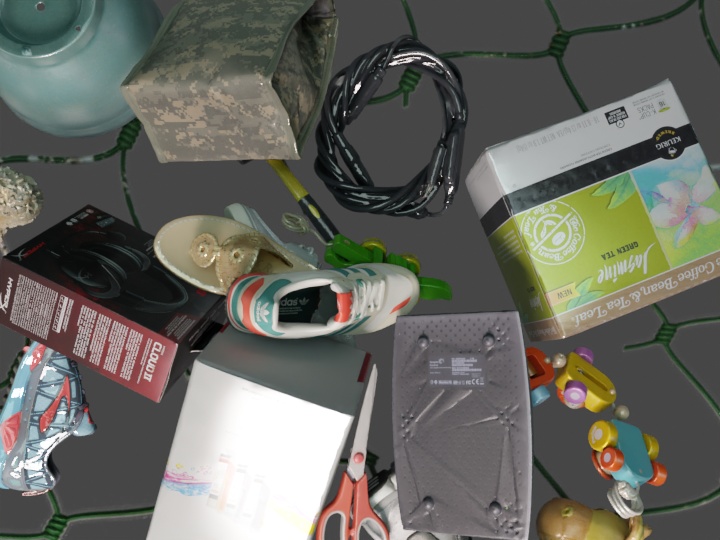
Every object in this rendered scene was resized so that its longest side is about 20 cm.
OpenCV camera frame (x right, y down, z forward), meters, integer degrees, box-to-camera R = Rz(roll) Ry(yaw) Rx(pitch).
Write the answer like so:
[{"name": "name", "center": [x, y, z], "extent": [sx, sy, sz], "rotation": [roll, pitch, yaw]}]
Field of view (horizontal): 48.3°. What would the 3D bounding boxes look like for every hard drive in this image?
[{"name": "hard drive", "center": [0.097, 0.140, 0.743], "extent": [0.135, 0.042, 0.201], "rotation": [-5, 84, 28]}]

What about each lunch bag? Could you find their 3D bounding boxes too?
[{"name": "lunch bag", "center": [-0.119, -0.210, 0.815], "extent": [0.164, 0.118, 0.200], "rotation": [1, 50, 19]}]

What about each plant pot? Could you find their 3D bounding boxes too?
[{"name": "plant pot", "center": [-0.312, -0.253, 0.831], "extent": [0.200, 0.134, 0.201], "rotation": [0, 83, -1]}]

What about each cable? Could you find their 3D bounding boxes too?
[{"name": "cable", "center": [0.034, -0.157, 0.871], "extent": [0.163, 0.051, 0.201], "rotation": [6, 86, 5]}]

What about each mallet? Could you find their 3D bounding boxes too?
[{"name": "mallet", "center": [-0.059, -0.091, 0.867], "extent": [0.066, 0.041, 0.200], "rotation": [-44, 91, -8]}]

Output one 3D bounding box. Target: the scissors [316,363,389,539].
[{"name": "scissors", "center": [-0.010, 0.192, 0.769], "extent": [0.073, 0.014, 0.201], "rotation": [-5, 97, -14]}]

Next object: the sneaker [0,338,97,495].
[{"name": "sneaker", "center": [-0.312, 0.133, 0.827], "extent": [0.095, 0.079, 0.200], "rotation": [22, 91, -11]}]

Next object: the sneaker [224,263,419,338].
[{"name": "sneaker", "center": [-0.016, 0.032, 0.728], "extent": [0.199, 0.093, 0.071], "rotation": [-2, 97, -31]}]

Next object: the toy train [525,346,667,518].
[{"name": "toy train", "center": [0.209, 0.152, 0.798], "extent": [0.150, 0.056, 0.200], "rotation": [-18, 65, -46]}]

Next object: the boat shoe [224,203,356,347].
[{"name": "boat shoe", "center": [-0.072, 0.011, 0.843], "extent": [0.071, 0.070, 0.201], "rotation": [-28, 83, -22]}]

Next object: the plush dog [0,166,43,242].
[{"name": "plush dog", "center": [-0.441, -0.047, 0.786], "extent": [0.199, 0.172, 0.161], "rotation": [13, 84, 0]}]

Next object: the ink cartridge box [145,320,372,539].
[{"name": "ink cartridge box", "center": [-0.092, 0.166, 0.750], "extent": [0.144, 0.145, 0.200], "rotation": [20, 108, 1]}]

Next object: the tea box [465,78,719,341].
[{"name": "tea box", "center": [0.240, -0.053, 0.813], "extent": [0.200, 0.134, 0.197], "rotation": [-22, 85, -4]}]

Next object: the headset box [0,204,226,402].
[{"name": "headset box", "center": [-0.225, 0.031, 0.786], "extent": [0.200, 0.149, 0.077], "rotation": [25, 118, 4]}]

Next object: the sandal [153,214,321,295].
[{"name": "sandal", "center": [-0.093, -0.004, 0.767], "extent": [0.211, 0.070, 0.078], "rotation": [25, 72, -8]}]

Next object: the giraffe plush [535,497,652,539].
[{"name": "giraffe plush", "center": [0.202, 0.292, 0.766], "extent": [0.200, 0.173, 0.162], "rotation": [40, 77, -10]}]

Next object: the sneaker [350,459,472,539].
[{"name": "sneaker", "center": [0.095, 0.223, 0.818], "extent": [0.200, 0.075, 0.116], "rotation": [-38, 90, 6]}]

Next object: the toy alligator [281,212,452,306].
[{"name": "toy alligator", "center": [0.000, 0.000, 0.835], "extent": [0.200, 0.059, 0.054], "rotation": [23, 126, -15]}]
